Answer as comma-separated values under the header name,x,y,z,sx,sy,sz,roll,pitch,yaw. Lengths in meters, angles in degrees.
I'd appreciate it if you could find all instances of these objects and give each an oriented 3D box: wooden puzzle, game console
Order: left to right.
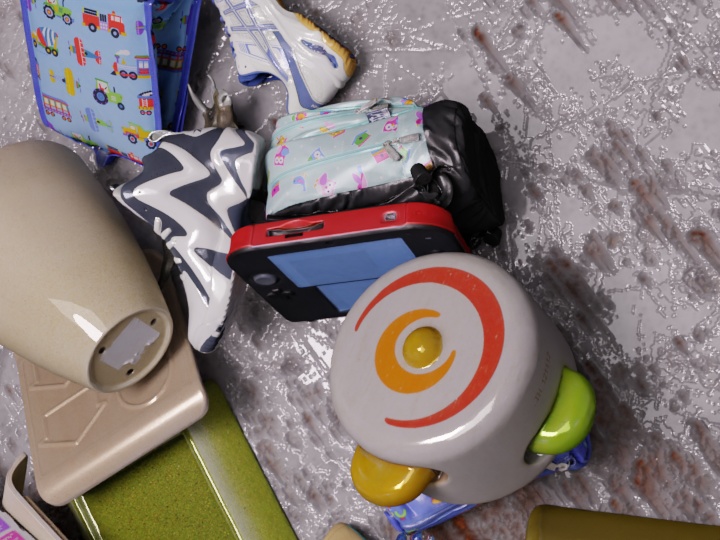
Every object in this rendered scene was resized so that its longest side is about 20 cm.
name,x,y,z,sx,sy,sz,roll,pitch,yaw
wooden puzzle,-0.235,0.102,1.270,0.185,0.046,0.200,-33,51,10
game console,0.000,0.000,1.162,0.199,0.177,0.031,-7,62,17

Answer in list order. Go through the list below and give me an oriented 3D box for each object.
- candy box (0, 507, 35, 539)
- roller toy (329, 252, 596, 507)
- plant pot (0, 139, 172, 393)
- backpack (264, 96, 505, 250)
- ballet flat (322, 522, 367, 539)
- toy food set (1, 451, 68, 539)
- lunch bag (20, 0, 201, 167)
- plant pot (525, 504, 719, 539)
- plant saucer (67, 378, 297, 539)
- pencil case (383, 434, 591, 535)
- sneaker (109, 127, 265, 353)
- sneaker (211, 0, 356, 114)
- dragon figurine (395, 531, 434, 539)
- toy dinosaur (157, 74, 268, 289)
name,x,y,z,sx,sy,sz,roll,pitch,yaw
candy box,-0.344,0.309,1.251,0.200,0.071,0.168,33,132,26
roller toy,0.072,0.086,1.091,0.199,0.140,0.183,-29,52,13
plant pot,-0.265,0.013,1.210,0.200,0.187,0.188,40,99,30
backpack,0.014,-0.080,1.180,0.199,0.167,0.127,-8,64,19
ballet flat,-0.060,0.314,1.233,0.200,0.069,0.063,-47,48,8
toy food set,-0.269,0.283,1.262,0.200,0.060,0.144,40,134,21
lunch bag,-0.239,-0.187,1.270,0.150,0.094,0.201,19,121,20
plant pot,0.213,0.310,1.080,0.199,0.176,0.201,4,89,18
plant saucer,-0.183,0.237,1.273,0.200,0.048,0.200,-31,79,14
pencil case,0.105,0.166,1.168,0.199,0.087,0.078,-24,124,16
sneaker,-0.164,-0.034,1.195,0.129,0.079,0.200,11,102,6
sneaker,-0.101,-0.222,1.252,0.200,0.075,0.088,41,100,15
dragon figurine,0.078,0.315,1.161,0.099,0.059,0.201,-6,97,-7
toy dinosaur,-0.143,-0.071,1.271,0.102,0.077,0.201,34,103,27
